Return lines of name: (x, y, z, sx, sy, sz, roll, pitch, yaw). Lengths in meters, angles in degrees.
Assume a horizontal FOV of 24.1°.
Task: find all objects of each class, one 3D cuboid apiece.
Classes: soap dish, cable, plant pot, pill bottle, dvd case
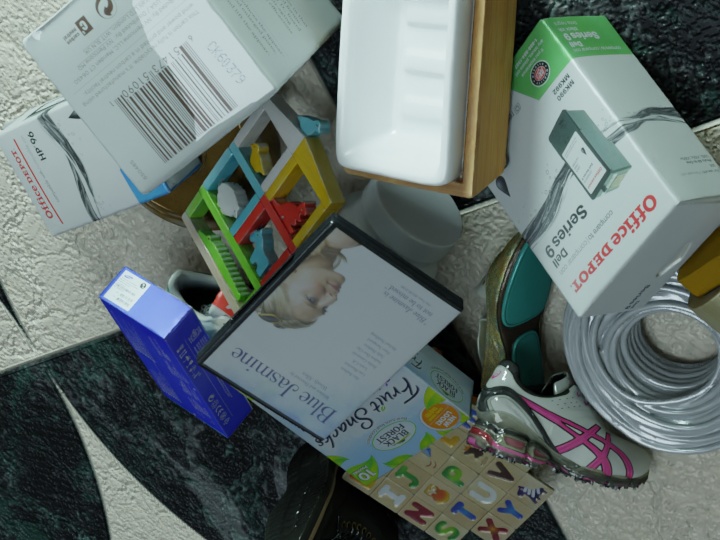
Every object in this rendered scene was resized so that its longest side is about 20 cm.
soap dish: (0.056, -0.170, 1.385, 0.157, 0.081, 0.202, 15, 105, 48)
cable: (0.274, 0.062, 1.476, 0.199, 0.069, 0.201, 29, 128, 8)
plant pot: (-0.171, -0.123, 1.617, 0.198, 0.028, 0.202, 13, 123, 20)
pill bottle: (0.000, 0.000, 1.546, 0.116, 0.116, 0.200, 42, 128, -2)
dvd case: (-0.028, 0.053, 1.439, 0.142, 0.018, 0.200, 33, 123, -20)

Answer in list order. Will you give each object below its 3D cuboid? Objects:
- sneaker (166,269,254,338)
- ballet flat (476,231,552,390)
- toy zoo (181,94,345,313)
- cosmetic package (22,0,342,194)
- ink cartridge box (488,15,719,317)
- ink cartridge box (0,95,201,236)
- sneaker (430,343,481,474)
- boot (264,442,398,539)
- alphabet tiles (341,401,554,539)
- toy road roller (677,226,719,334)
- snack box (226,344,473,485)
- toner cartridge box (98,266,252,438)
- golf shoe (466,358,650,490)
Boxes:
sneaker: (-0.106, 0.057, 1.634, 0.198, 0.071, 0.094, 25, 161, 21)
ballet flat: (0.135, 0.041, 1.540, 0.070, 0.071, 0.202, 10, 121, 21)
toy zoo: (-0.085, -0.066, 1.538, 0.200, 0.020, 0.132, -50, 59, 35)
cosmetic package: (-0.145, -0.203, 1.432, 0.164, 0.200, 0.165, -34, 101, 26)
ink cartridge box: (0.189, -0.085, 1.368, 0.201, 0.084, 0.146, 57, 132, 25)
ink cartridge box: (-0.266, -0.109, 1.613, 0.199, 0.068, 0.117, -18, 109, 34)
sneaker: (0.040, 0.118, 1.631, 0.198, 0.078, 0.113, 12, 119, 8)
boot: (-0.016, 0.259, 1.662, 0.077, 0.200, 0.139, -32, 106, 25)
alphabet tiles: (0.077, 0.185, 1.608, 0.199, 0.006, 0.167, 34, 127, -8)
toy road roller: (0.362, -0.027, 1.336, 0.123, 0.146, 0.200, 38, 140, -8)
snack box: (-0.016, 0.095, 1.519, 0.200, 0.053, 0.142, 39, 126, -23)
toner cartridge box: (-0.179, 0.083, 1.660, 0.095, 0.043, 0.201, 31, 160, 30)
golf shoe: (0.192, 0.143, 1.531, 0.199, 0.093, 0.072, 20, 177, -31)
